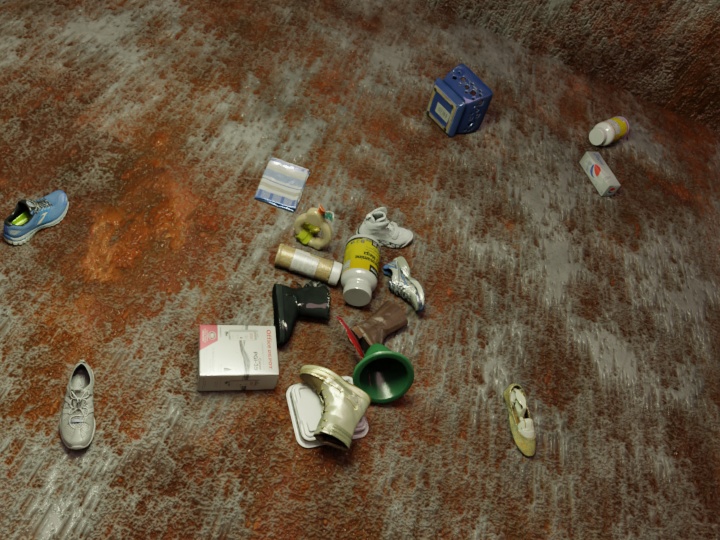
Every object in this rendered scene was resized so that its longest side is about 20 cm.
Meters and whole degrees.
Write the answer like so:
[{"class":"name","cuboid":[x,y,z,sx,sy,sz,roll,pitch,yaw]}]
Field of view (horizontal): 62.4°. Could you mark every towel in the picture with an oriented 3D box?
[{"class":"towel","cuboid":[-0.256,-0.287,1.963,0.144,0.024,0.203,18,50,-5]}]

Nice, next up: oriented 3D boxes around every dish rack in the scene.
[{"class":"dish rack","cuboid":[-0.081,0.352,1.523,0.196,0.044,0.174,-5,56,-23]}]

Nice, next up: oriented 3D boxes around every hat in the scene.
[{"class":"hat","cuboid":[0.044,0.224,1.602,0.162,0.203,0.177,-19,33,3]}]

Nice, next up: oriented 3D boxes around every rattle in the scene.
[{"class":"rattle","cuboid":[-0.116,-0.168,1.805,0.129,0.202,0.143,37,50,11]}]

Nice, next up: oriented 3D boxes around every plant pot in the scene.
[{"class":"plant pot","cuboid":[0.384,-0.671,2.389,0.178,0.201,0.201,-28,66,-27]}]

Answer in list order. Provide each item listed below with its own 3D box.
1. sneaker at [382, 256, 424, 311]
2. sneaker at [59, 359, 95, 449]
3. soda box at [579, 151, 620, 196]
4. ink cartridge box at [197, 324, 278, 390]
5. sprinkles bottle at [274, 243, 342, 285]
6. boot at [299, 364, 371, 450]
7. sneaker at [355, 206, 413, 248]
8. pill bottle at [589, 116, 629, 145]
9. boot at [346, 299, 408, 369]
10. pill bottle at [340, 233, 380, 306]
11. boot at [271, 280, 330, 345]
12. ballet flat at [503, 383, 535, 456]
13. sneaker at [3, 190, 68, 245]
[{"class":"sneaker","cuboid":[0.128,0.052,1.822,0.084,0.078,0.202,-16,53,-18]},{"class":"sneaker","cuboid":[-0.636,0.297,1.332,0.073,0.083,0.203,-3,55,-22]},{"class":"soda box","cuboid":[1.002,-0.407,2.495,0.067,0.064,0.203,-3,55,-21]},{"class":"ink cartridge box","cuboid":[-0.311,0.220,1.512,0.195,0.083,0.149,2,53,-18]},{"class":"sprinkles bottle","cuboid":[-0.154,-0.017,1.763,0.196,0.069,0.069,19,49,-6]},{"class":"boot","cuboid":[-0.086,0.335,1.462,0.197,0.073,0.156,28,52,3]},{"class":"sneaker","cuboid":[0.090,-0.137,1.914,0.195,0.116,0.076,3,52,-18]},{"class":"pill bottle","cuboid":[1.114,-0.623,2.677,0.197,0.105,0.105,-24,64,-33]},{"class":"boot","cuboid":[0.085,0.188,1.704,0.198,0.065,0.187,-28,70,-40]},{"class":"pill bottle","cuboid":[0.000,0.000,1.777,0.110,0.113,0.203,14,50,-9]},{"class":"boot","cuboid":[-0.161,0.118,1.658,0.159,0.074,0.202,6,52,-20]},{"class":"ballet flat","cuboid":[0.449,0.410,1.659,0.069,0.071,0.203,4,53,-17]},{"class":"sneaker","cuboid":[-0.865,-0.156,1.592,0.078,0.090,0.201,31,49,4]}]
